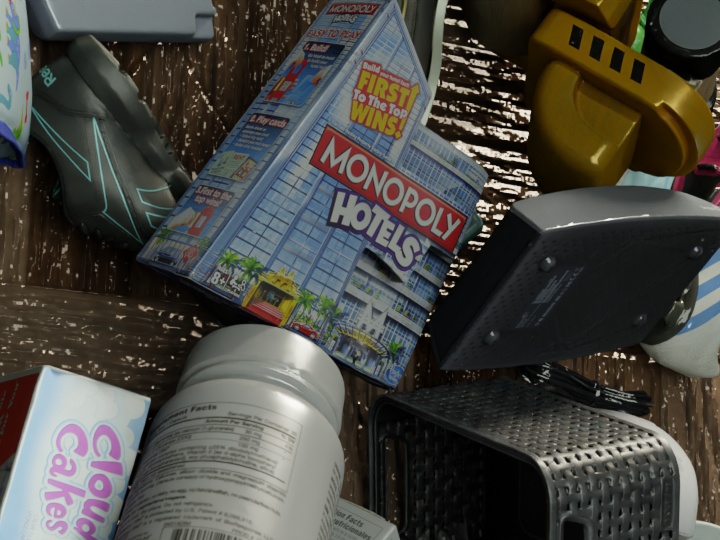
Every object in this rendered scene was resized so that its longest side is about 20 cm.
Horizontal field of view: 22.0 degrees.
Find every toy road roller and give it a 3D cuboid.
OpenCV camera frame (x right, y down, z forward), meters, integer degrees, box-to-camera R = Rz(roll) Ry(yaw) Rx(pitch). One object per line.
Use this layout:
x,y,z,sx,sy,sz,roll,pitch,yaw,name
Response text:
0.136,-0.128,1.194,0.200,0.123,0.146,31,71,14,toy road roller

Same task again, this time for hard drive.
0.139,0.002,1.167,0.200,0.135,0.042,-4,49,-44,hard drive

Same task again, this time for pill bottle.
-0.070,0.132,1.004,0.113,0.113,0.200,35,41,-19,pill bottle

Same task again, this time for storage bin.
0.093,0.150,1.108,0.094,0.200,0.135,-6,102,-30,storage bin

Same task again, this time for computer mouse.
0.170,0.106,1.179,0.110,0.200,0.044,28,103,-22,computer mouse

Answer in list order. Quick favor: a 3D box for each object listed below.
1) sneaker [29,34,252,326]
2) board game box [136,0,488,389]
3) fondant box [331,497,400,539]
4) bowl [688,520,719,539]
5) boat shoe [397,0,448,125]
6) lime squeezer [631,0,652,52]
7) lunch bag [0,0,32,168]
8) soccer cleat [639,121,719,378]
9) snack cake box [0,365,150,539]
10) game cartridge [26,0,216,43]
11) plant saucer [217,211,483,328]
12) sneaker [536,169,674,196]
-0.135,-0.041,1.113,0.079,0.075,0.200,-35,101,-5,sneaker
-0.003,-0.052,1.096,0.200,0.062,0.200,29,82,-39,board game box
-0.045,0.249,1.065,0.200,0.058,0.144,-45,140,-29,fondant box
0.191,0.266,1.216,0.201,0.090,0.201,5,79,-27,bowl
0.020,-0.151,1.205,0.061,0.072,0.201,18,69,-17,boat shoe
0.209,-0.168,1.313,0.200,0.071,0.038,-35,118,1,lime squeezer
-0.243,-0.143,0.979,0.127,0.200,0.170,-7,86,-9,lunch bag
0.252,-0.016,1.315,0.086,0.070,0.200,40,67,-35,soccer cleat
-0.189,0.159,1.014,0.067,0.115,0.200,20,74,-23,snack cake box
-0.161,-0.237,1.131,0.133,0.040,0.200,-3,83,-39,game cartridge
0.000,0.000,1.198,0.200,0.019,0.070,-40,102,-28,plant saucer
0.170,-0.037,1.264,0.082,0.074,0.200,46,69,-19,sneaker
